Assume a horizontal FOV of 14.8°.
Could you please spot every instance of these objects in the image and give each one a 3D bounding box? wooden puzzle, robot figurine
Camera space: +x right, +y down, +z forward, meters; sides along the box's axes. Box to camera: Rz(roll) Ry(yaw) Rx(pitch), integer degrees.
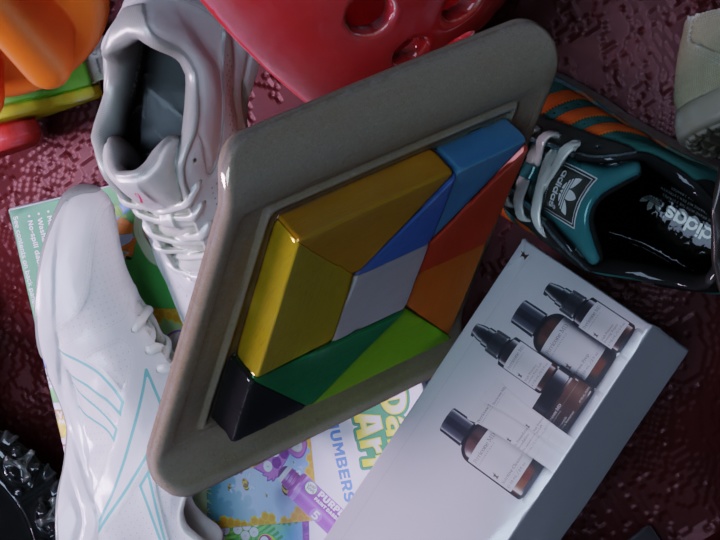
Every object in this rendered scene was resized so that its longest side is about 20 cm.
[{"bbox_3d":[0.000,0.000,1.197,0.037,0.185,0.200,44,140,29],"label":"wooden puzzle"},{"bbox_3d":[-0.174,-0.162,1.311,0.116,0.201,0.144,12,133,-19],"label":"robot figurine"}]

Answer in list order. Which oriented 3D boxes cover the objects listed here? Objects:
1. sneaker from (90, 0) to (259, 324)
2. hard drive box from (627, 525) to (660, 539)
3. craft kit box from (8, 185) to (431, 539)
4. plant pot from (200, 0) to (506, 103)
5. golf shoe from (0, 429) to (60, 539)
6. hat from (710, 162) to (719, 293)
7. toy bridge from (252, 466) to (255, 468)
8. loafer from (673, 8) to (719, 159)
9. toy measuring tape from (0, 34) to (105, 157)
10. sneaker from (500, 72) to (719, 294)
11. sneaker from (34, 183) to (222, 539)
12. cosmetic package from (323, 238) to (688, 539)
[{"bbox_3d":[-0.085,-0.039,1.271,0.078,0.099,0.201,-4,110,26],"label":"sneaker"},{"bbox_3d":[0.124,0.248,1.293,0.156,0.077,0.200,-37,82,20],"label":"hard drive box"},{"bbox_3d":[-0.058,0.044,1.357,0.197,0.048,0.201,-13,92,19],"label":"craft kit box"},{"bbox_3d":[0.005,-0.193,1.229,0.182,0.200,0.201,-39,82,11],"label":"plant pot"},{"bbox_3d":[-0.208,0.112,1.404,0.200,0.078,0.095,59,146,16],"label":"golf shoe"},{"bbox_3d":[0.253,-0.029,1.210,0.200,0.081,0.201,3,112,6],"label":"hat"},{"bbox_3d":[-0.014,0.003,1.260,0.027,0.067,0.200,40,136,23],"label":"toy bridge"},{"bbox_3d":[0.223,-0.115,1.215,0.199,0.076,0.069,-22,71,16],"label":"loafer"},{"bbox_3d":[-0.153,-0.099,1.361,0.199,0.074,0.074,-17,90,22],"label":"toy measuring tape"},{"bbox_3d":[0.096,-0.045,1.267,0.199,0.080,0.072,22,104,17],"label":"sneaker"},{"bbox_3d":[-0.107,0.056,1.324,0.080,0.070,0.201,-4,101,13],"label":"sneaker"},{"bbox_3d":[0.056,0.093,1.264,0.082,0.051,0.200,34,92,33],"label":"cosmetic package"}]
